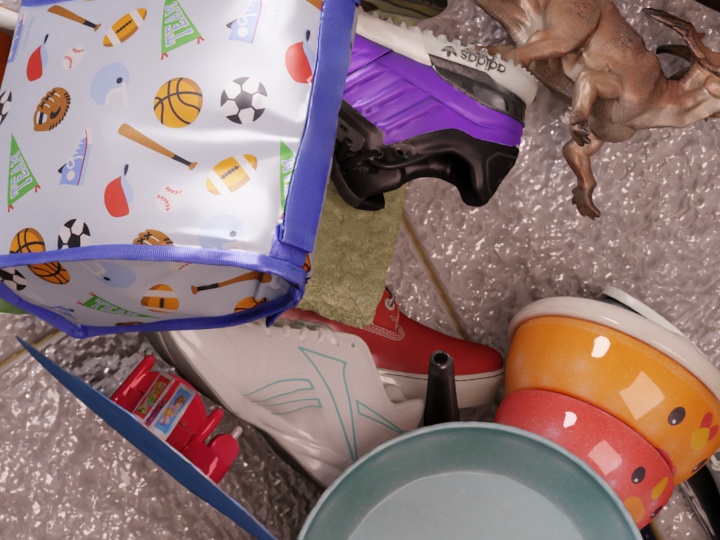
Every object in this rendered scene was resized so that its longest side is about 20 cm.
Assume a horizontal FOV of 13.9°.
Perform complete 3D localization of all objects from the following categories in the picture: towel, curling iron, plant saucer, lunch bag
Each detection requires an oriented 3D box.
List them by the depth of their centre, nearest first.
[{"bbox_3d":[-0.089,-0.060,1.513,0.124,0.200,0.170,28,63,-43],"label":"lunch bag"},{"bbox_3d":[0.058,0.182,1.599,0.200,0.036,0.200,0,83,-2],"label":"plant saucer"},{"bbox_3d":[-0.039,-0.071,1.655,0.148,0.036,0.200,15,63,-13],"label":"towel"},{"bbox_3d":[0.057,0.099,1.707,0.050,0.026,0.200,3,146,12],"label":"curling iron"}]

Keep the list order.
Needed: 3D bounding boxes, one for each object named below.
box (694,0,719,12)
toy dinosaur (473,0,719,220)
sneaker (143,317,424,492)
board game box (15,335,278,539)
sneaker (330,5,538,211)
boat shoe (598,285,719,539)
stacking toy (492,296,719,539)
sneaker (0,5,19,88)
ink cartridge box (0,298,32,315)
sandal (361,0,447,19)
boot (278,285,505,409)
[{"bbox_3d":[0.206,-0.192,1.715,0.200,0.100,0.075,23,93,-19],"label":"box"},{"bbox_3d":[0.138,-0.127,1.716,0.200,0.086,0.136,40,67,-3],"label":"toy dinosaur"},{"bbox_3d":[-0.045,0.053,1.634,0.200,0.070,0.080,40,86,-34],"label":"sneaker"},{"bbox_3d":[-0.100,0.086,1.627,0.039,0.200,0.158,-51,127,-8],"label":"board game box"},{"bbox_3d":[-0.006,-0.087,1.615,0.200,0.070,0.100,16,76,-8],"label":"sneaker"},{"bbox_3d":[0.194,0.095,1.784,0.062,0.073,0.200,-43,114,-9],"label":"boat shoe"},{"bbox_3d":[0.115,0.129,1.675,0.146,0.146,0.200,37,66,-20],"label":"stacking toy"},{"bbox_3d":[-0.171,-0.090,1.633,0.200,0.079,0.078,25,91,-21],"label":"sneaker"},{"bbox_3d":[-0.278,-0.038,1.574,0.200,0.146,0.048,4,121,-17],"label":"ink cartridge box"},{"bbox_3d":[-0.008,-0.174,1.626,0.057,0.201,0.080,-14,75,19],"label":"sandal"},{"bbox_3d":[0.000,0.000,1.709,0.200,0.072,0.144,11,94,-17],"label":"boot"}]
